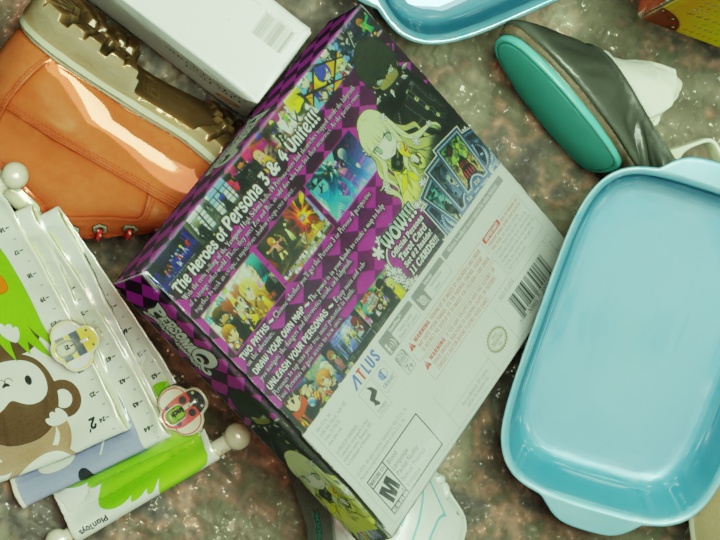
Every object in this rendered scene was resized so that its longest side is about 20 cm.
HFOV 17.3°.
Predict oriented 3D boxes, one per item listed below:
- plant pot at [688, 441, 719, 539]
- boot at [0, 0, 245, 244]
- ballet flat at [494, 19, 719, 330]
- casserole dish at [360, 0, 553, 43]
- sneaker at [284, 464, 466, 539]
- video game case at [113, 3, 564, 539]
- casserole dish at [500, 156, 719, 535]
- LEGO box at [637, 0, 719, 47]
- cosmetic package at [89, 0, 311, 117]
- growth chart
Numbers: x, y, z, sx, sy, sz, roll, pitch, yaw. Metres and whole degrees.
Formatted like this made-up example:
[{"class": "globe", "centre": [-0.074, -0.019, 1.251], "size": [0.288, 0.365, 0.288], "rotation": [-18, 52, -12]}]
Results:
[{"class": "plant pot", "centre": [0.284, 0.118, 1.188], "size": [0.134, 0.200, 0.201], "rotation": [38, 84, -29]}, {"class": "boot", "centre": [-0.109, -0.043, 1.202], "size": [0.200, 0.075, 0.107], "rotation": [36, 102, -8]}, {"class": "ballet flat", "centre": [0.146, -0.061, 1.229], "size": [0.068, 0.068, 0.201], "rotation": [-39, 105, -16]}, {"class": "casserole dish", "centre": [0.076, -0.195, 1.228], "size": [0.199, 0.039, 0.122], "rotation": [-25, 94, -6]}, {"class": "sneaker", "centre": [0.008, 0.112, 1.211], "size": [0.080, 0.070, 0.202], "rotation": [-4, 88, -27]}, {"class": "video game case", "centre": [0.000, 0.000, 1.164], "size": [0.181, 0.036, 0.200], "rotation": [47, 57, -17]}, {"class": "casserole dish", "centre": [0.144, 0.035, 1.195], "size": [0.120, 0.039, 0.201], "rotation": [17, 104, -6]}, {"class": "LEGO box", "centre": [0.253, -0.175, 1.200], "size": [0.199, 0.077, 0.150], "rotation": [17, 73, -20]}, {"class": "cosmetic package", "centre": [-0.120, -0.157, 1.191], "size": [0.200, 0.083, 0.051], "rotation": [37, 87, -4]}, {"class": "growth chart", "centre": [-0.169, 0.047, 1.190], "size": [0.144, 0.018, 0.200], "rotation": [-36, 98, 14]}]
